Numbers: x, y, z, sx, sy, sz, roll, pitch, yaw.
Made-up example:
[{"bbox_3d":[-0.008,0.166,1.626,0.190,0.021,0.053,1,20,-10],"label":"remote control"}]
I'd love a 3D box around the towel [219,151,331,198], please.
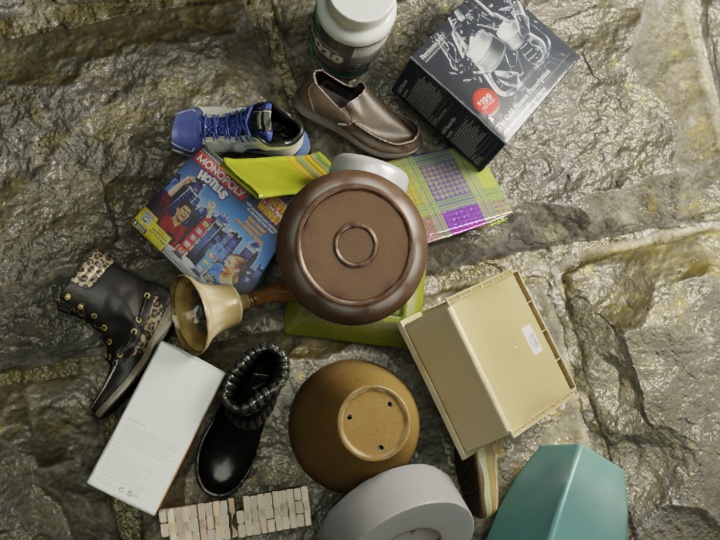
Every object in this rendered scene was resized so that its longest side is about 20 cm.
[{"bbox_3d":[-0.096,-0.132,1.437,0.086,0.199,0.018,39,119,27],"label":"towel"}]

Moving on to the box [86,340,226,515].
[{"bbox_3d":[-0.265,0.207,1.382,0.097,0.124,0.201,27,78,-3],"label":"box"}]

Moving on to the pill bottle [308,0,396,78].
[{"bbox_3d":[-0.011,-0.355,1.473,0.112,0.200,0.114,1,80,-7],"label":"pill bottle"}]

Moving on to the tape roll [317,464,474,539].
[{"bbox_3d":[0.046,0.345,1.368,0.199,0.201,0.066,-23,46,-11],"label":"tape roll"}]

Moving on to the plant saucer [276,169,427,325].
[{"bbox_3d":[-0.008,-0.031,1.344,0.198,0.032,0.203,1,85,-8],"label":"plant saucer"}]

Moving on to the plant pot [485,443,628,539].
[{"bbox_3d":[0.272,0.345,1.419,0.141,0.141,0.201,32,65,-22],"label":"plant pot"}]

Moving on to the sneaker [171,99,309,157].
[{"bbox_3d":[-0.164,-0.203,1.470,0.197,0.115,0.081,4,79,-7],"label":"sneaker"}]

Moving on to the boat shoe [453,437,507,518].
[{"bbox_3d":[0.174,0.242,1.472,0.075,0.072,0.202,-5,83,-25],"label":"boat shoe"}]

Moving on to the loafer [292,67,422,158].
[{"bbox_3d":[0.000,-0.226,1.508,0.198,0.071,0.073,22,50,-4],"label":"loafer"}]

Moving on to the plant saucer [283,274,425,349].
[{"bbox_3d":[0.000,0.000,1.494,0.198,0.048,0.202,7,80,-7],"label":"plant saucer"}]

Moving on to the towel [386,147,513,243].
[{"bbox_3d":[0.105,-0.106,1.508,0.198,0.023,0.145,-17,65,-20],"label":"towel"}]

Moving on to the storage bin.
[{"bbox_3d":[0.180,0.119,1.437,0.198,0.093,0.201,-20,82,-49],"label":"storage bin"}]

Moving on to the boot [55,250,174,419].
[{"bbox_3d":[-0.344,0.083,1.418,0.150,0.073,0.201,33,74,-3],"label":"boot"}]

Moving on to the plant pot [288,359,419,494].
[{"bbox_3d":[0.002,0.205,1.384,0.184,0.200,0.189,1,81,-7],"label":"plant pot"}]

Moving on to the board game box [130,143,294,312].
[{"bbox_3d":[-0.176,-0.067,1.456,0.200,0.062,0.200,44,87,0],"label":"board game box"}]

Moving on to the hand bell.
[{"bbox_3d":[-0.142,0.038,1.396,0.199,0.104,0.105,-14,82,-35],"label":"hand bell"}]

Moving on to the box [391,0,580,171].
[{"bbox_3d":[0.180,-0.285,1.522,0.182,0.104,0.200,41,67,1],"label":"box"}]

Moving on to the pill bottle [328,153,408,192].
[{"bbox_3d":[-0.010,-0.047,1.415,0.110,0.111,0.202,15,84,-5],"label":"pill bottle"}]

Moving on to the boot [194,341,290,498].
[{"bbox_3d":[-0.159,0.198,1.382,0.079,0.158,0.213,21,79,-4],"label":"boot"}]

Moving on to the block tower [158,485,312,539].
[{"bbox_3d":[-0.167,0.331,1.413,0.198,0.058,0.055,-7,82,-7],"label":"block tower"}]
